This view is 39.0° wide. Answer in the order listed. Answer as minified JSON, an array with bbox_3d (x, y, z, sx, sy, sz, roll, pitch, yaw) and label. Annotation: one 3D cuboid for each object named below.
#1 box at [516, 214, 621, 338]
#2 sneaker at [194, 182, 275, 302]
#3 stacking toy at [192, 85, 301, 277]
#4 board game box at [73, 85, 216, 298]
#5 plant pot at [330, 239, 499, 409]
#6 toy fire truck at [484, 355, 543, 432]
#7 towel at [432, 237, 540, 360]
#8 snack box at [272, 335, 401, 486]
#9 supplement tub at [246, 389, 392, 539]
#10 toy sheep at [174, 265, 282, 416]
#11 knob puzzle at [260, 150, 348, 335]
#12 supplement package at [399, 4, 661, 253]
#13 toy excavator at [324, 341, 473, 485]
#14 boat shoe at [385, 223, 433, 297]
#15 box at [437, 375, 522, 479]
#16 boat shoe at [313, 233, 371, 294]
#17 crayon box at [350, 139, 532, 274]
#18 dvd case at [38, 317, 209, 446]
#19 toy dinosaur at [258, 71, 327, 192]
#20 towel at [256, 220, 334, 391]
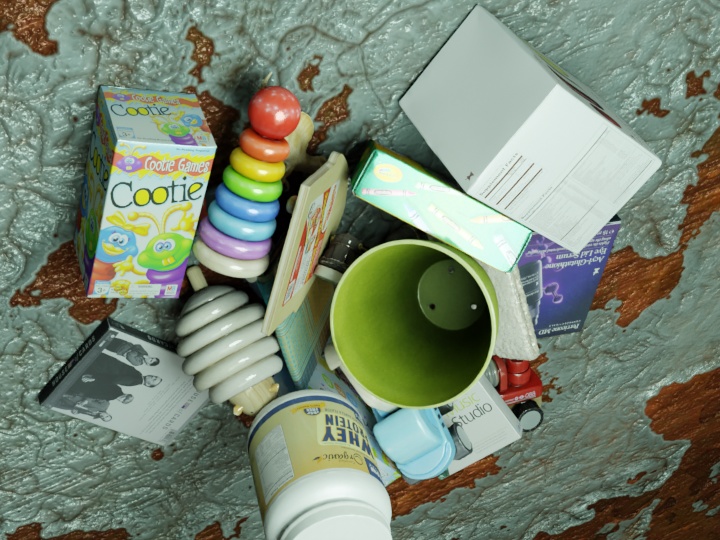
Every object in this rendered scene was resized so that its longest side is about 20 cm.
[{"bbox_3d":[0.238,-0.011,1.362,0.148,0.104,0.200,-9,132,-19],"label":"box"},{"bbox_3d":[-0.148,-0.022,1.198,0.084,0.075,0.200,-17,132,3],"label":"sneaker"},{"bbox_3d":[-0.111,-0.095,1.059,0.085,0.085,0.200,6,118,-30],"label":"stacking toy"},{"bbox_3d":[-0.232,-0.079,1.075,0.105,0.103,0.200,1,129,-26],"label":"board game box"},{"bbox_3d":[0.087,0.043,1.189,0.187,0.187,0.200,-48,172,20],"label":"plant pot"},{"bbox_3d":[0.187,0.156,1.491,0.176,0.129,0.201,-12,122,-14],"label":"toy fire truck"},{"bbox_3d":[0.151,0.027,1.307,0.034,0.132,0.200,-38,119,-41],"label":"towel"},{"bbox_3d":[-0.045,0.195,1.368,0.068,0.169,0.200,-37,134,11],"label":"snack box"},{"bbox_3d":[-0.046,0.248,1.157,0.144,0.200,0.145,-8,126,-11],"label":"supplement tub"},{"bbox_3d":[-0.160,0.087,1.226,0.138,0.200,0.138,-32,178,-2],"label":"toy sheep"},{"bbox_3d":[-0.060,-0.044,1.136,0.030,0.220,0.220,21,128,9],"label":"knob puzzle"},{"bbox_3d":[0.188,-0.157,1.142,0.200,0.191,0.147,23,115,-39],"label":"supplement package"},{"bbox_3d":[0.044,0.180,1.334,0.100,0.195,0.200,-31,159,16],"label":"toy excavator"},{"bbox_3d":[0.054,0.028,1.331,0.057,0.067,0.200,-22,131,-30],"label":"boat shoe"},{"bbox_3d":[0.115,0.186,1.439,0.144,0.036,0.200,-33,100,23],"label":"box"},{"bbox_3d":[0.000,0.000,1.251,0.201,0.072,0.061,33,79,-75],"label":"boat shoe"},{"bbox_3d":[0.088,-0.075,1.158,0.200,0.119,0.058,27,100,-7],"label":"crayon box"},{"bbox_3d":[-0.287,0.149,1.313,0.150,0.025,0.200,-45,134,17],"label":"dvd case"},{"bbox_3d":[-0.097,-0.143,1.131,0.101,0.058,0.200,-45,143,-4],"label":"toy dinosaur"},{"bbox_3d":[-0.072,0.033,1.234,0.022,0.147,0.200,7,135,20],"label":"towel"}]
